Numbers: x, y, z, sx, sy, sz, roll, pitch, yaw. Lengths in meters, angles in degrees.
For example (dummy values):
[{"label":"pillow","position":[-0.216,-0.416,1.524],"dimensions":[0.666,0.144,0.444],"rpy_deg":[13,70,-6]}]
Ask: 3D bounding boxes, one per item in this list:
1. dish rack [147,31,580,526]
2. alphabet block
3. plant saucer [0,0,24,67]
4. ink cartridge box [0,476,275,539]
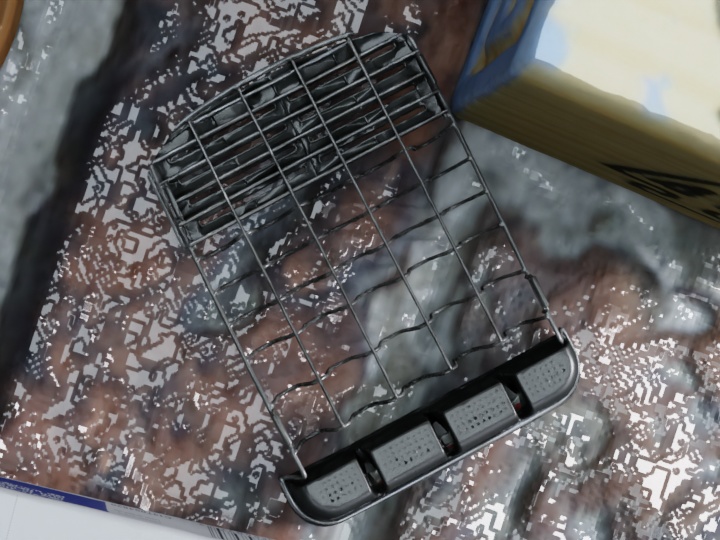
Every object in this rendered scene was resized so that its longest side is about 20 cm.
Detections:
[{"label":"dish rack","position":[0.000,0.000,0.841],"dimensions":[0.152,0.055,0.201],"rpy_deg":[-27,90,-6]},{"label":"alphabet block","position":[0.171,-0.123,0.784],"dimensions":[0.198,0.196,0.197],"rpy_deg":[21,90,-4]},{"label":"plant saucer","position":[-0.250,-0.142,0.828],"dimensions":[0.198,0.037,0.202],"rpy_deg":[0,90,-5]},{"label":"ink cartridge box","position":[-0.121,0.205,0.824],"dimensions":[0.198,0.041,0.202],"rpy_deg":[14,90,-13]}]
